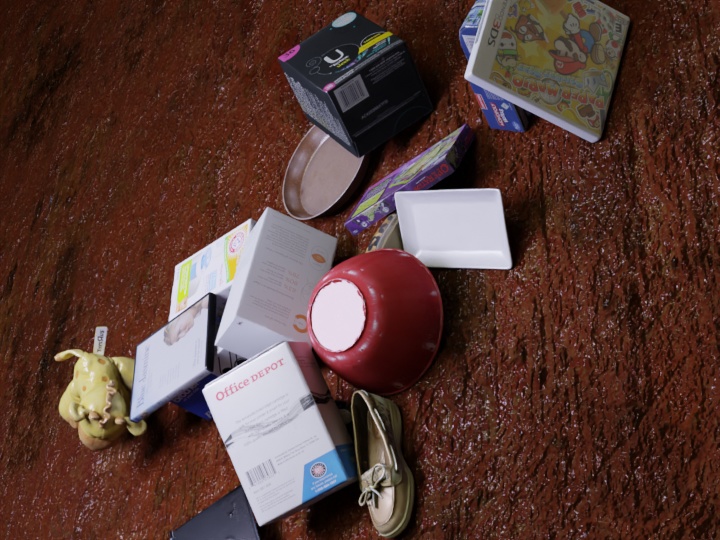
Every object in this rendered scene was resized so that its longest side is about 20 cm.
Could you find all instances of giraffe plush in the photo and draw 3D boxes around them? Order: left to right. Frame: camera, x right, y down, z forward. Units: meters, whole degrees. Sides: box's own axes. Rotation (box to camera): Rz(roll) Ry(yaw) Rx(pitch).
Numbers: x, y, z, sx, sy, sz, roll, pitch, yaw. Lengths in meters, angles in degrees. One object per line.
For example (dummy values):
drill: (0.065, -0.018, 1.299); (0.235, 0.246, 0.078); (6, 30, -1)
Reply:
giraffe plush: (-0.414, 0.221, 1.990); (0.170, 0.203, 0.163); (-11, 35, -8)

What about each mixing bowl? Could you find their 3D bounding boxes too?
mixing bowl: (0.001, 0.065, 1.630); (0.198, 0.108, 0.204); (-5, 82, 37)

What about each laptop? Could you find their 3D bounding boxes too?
laptop: (-0.198, 0.444, 1.709); (0.188, 0.114, 0.202); (-114, 21, -49)

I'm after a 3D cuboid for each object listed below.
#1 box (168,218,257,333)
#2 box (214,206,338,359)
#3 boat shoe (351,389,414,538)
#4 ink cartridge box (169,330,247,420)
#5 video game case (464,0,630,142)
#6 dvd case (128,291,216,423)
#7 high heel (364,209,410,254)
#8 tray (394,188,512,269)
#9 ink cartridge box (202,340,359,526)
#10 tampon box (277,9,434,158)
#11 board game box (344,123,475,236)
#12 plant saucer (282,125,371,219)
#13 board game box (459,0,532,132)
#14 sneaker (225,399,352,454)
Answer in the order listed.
box: (-0.207, 0.020, 1.976); (0.199, 0.101, 0.114); (-28, 46, 37)
box: (-0.122, 0.030, 1.806); (0.098, 0.123, 0.202); (-49, 22, 51)
boat shoe: (0.020, 0.248, 1.572); (0.073, 0.062, 0.202); (-37, 42, 27)
ink cartridge box: (-0.207, 0.147, 1.894); (0.199, 0.093, 0.045); (-40, 39, 24)
video game case: (0.243, -0.286, 1.562); (0.023, 0.198, 0.185); (-26, 44, 65)
dvd case: (-0.294, 0.137, 1.912); (0.199, 0.017, 0.144); (-34, 43, 34)
high heel: (0.000, 0.000, 1.766); (0.142, 0.071, 0.203); (0, 69, 52)
tray: (0.128, -0.058, 1.649); (0.198, 0.022, 0.109); (2, 106, 48)
ink cartridge box: (-0.101, 0.214, 1.627); (0.143, 0.084, 0.202); (-29, 77, 16)
tampon box: (-0.010, -0.292, 1.891); (0.149, 0.127, 0.200); (-34, 35, -9)
board game box: (0.071, -0.130, 1.761); (0.199, 0.032, 0.121); (-32, 19, 35)
plant saucer: (-0.049, -0.167, 1.972); (0.199, 0.034, 0.203); (-29, 46, 35)
board game box: (0.211, -0.333, 1.664); (0.061, 0.201, 0.201); (11, 60, 35)
sneaker: (-0.087, 0.250, 1.707); (0.197, 0.070, 0.095); (-22, 90, 13)
